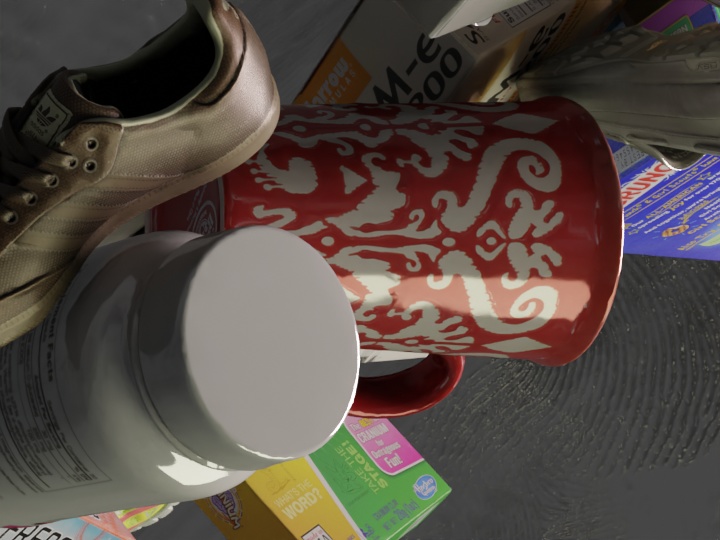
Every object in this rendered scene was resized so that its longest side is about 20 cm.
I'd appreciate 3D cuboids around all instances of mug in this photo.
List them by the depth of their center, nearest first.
[{"bbox_3d":[0.005,0.000,1.019,0.199,0.178,0.133,1,-167,-26],"label":"mug"}]

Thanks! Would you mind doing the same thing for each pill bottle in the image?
[{"bbox_3d":[-0.101,0.046,0.905,0.200,0.114,0.113,-14,-165,45],"label":"pill bottle"}]

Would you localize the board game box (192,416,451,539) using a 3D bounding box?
[{"bbox_3d":[-0.056,0.097,1.281,0.040,0.200,0.153,-49,170,32],"label":"board game box"}]

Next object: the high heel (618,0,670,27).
[{"bbox_3d":[0.214,-0.147,1.245,0.142,0.072,0.200,-10,151,-35],"label":"high heel"}]

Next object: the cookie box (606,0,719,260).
[{"bbox_3d":[0.199,-0.077,1.193,0.200,0.075,0.171,4,152,-45],"label":"cookie box"}]

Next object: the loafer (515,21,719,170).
[{"bbox_3d":[0.146,-0.082,1.050,0.070,0.070,0.200,-29,-163,-22],"label":"loafer"}]

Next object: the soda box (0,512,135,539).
[{"bbox_3d":[-0.189,0.122,1.097,0.064,0.068,0.200,-43,156,-1],"label":"soda box"}]

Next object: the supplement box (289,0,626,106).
[{"bbox_3d":[0.068,-0.133,1.148,0.200,0.074,0.126,-34,167,-42],"label":"supplement box"}]

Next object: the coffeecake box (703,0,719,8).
[{"bbox_3d":[0.226,-0.229,0.993,0.153,0.073,0.201,-12,124,-39],"label":"coffeecake box"}]

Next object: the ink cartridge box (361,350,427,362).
[{"bbox_3d":[0.032,-0.014,1.285,0.199,0.083,0.147,-3,149,-31],"label":"ink cartridge box"}]

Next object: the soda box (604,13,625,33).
[{"bbox_3d":[0.117,-0.146,1.314,0.200,0.068,0.064,-48,169,29],"label":"soda box"}]

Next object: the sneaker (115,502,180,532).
[{"bbox_3d":[-0.185,0.153,1.395,0.200,0.078,0.090,-48,163,22],"label":"sneaker"}]

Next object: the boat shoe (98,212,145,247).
[{"bbox_3d":[-0.130,0.035,1.122,0.072,0.060,0.202,-33,167,-46],"label":"boat shoe"}]

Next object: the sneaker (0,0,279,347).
[{"bbox_3d":[-0.125,-0.042,0.837,0.200,0.070,0.076,-38,144,-14],"label":"sneaker"}]

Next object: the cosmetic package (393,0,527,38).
[{"bbox_3d":[0.082,-0.198,0.879,0.200,0.090,0.107,-45,171,31],"label":"cosmetic package"}]
